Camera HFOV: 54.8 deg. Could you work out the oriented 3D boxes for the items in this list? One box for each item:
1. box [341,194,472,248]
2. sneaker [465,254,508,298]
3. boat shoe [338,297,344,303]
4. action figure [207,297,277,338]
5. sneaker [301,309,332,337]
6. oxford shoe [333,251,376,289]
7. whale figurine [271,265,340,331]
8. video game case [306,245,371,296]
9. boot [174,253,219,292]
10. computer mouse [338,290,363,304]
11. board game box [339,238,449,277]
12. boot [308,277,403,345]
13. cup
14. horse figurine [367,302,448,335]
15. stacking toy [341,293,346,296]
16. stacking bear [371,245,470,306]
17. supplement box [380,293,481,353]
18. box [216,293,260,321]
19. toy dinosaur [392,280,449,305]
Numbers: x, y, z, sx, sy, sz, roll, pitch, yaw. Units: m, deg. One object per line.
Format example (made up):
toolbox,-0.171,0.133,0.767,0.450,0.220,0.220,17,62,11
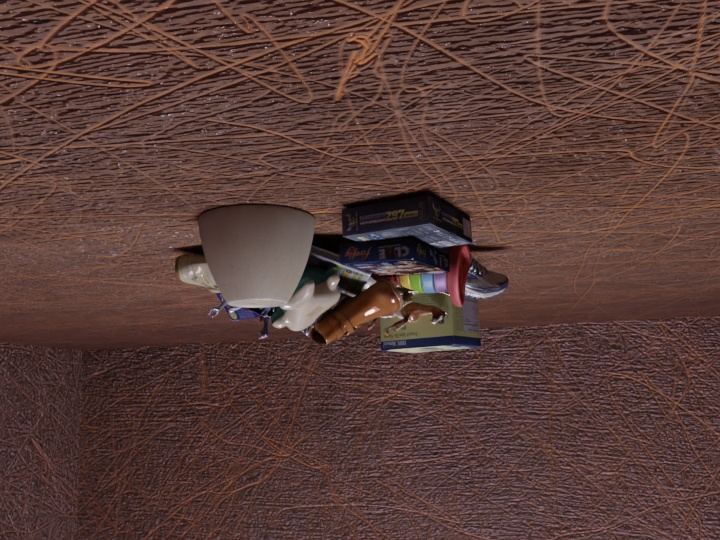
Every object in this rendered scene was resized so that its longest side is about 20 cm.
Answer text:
box,0.082,-0.073,1.162,0.156,0.052,0.199,-8,169,28
sneaker,0.219,0.000,1.455,0.197,0.086,0.077,9,-152,-4
boat shoe,-0.093,0.042,1.761,0.076,0.073,0.199,16,180,41
action figure,-0.224,0.054,1.457,0.133,0.151,0.199,30,163,-33
sneaker,-0.100,0.107,1.656,0.111,0.079,0.199,3,-167,-36
oxford shoe,0.000,0.000,1.480,0.198,0.075,0.070,6,168,-36
whale figurine,-0.114,0.040,1.310,0.159,0.104,0.200,-38,168,1
video game case,-0.075,-0.004,1.395,0.180,0.022,0.200,20,163,-3
boot,-0.261,-0.004,1.434,0.154,0.074,0.199,-9,165,27
computer mouse,-0.025,0.061,1.632,0.045,0.142,0.200,18,154,-3
board game box,0.065,-0.019,1.223,0.134,0.035,0.199,-4,172,24
boot,-0.011,0.089,1.357,0.154,0.074,0.200,-31,180,-26
cup,-0.174,-0.015,1.174,0.197,0.145,0.200,-2,170,0
horse figurine,0.077,0.094,1.523,0.132,0.051,0.199,-30,-156,-33
stacking toy,-0.057,0.034,1.675,0.084,0.087,0.199,-8,174,32
stacking bear,0.107,-0.009,1.376,0.197,0.123,0.114,4,152,20
supplement box,0.159,0.082,1.606,0.198,0.203,0.134,-10,167,36
box,-0.258,0.057,1.655,0.198,0.122,0.032,-9,-152,34
toy dinosaur,0.096,0.042,1.470,0.197,0.059,0.101,-4,-175,27
